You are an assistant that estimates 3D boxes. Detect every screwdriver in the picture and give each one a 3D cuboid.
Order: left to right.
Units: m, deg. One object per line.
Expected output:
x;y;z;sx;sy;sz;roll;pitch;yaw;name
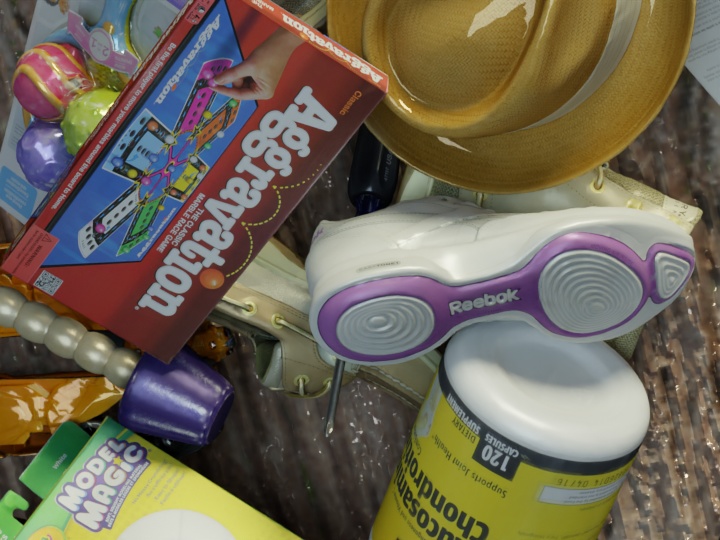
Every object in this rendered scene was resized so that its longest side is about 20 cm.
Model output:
0.000;0.000;1.271;0.028;0.029;0.201;-4;62;22;screwdriver

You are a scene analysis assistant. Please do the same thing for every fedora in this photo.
0.062;-0.124;1.180;0.199;0.082;0.202;7;108;20;fedora

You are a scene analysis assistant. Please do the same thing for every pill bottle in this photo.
0.069;0.129;1.278;0.111;0.112;0.201;24;122;6;pill bottle

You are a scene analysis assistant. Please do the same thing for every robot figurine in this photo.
-0.164;0.042;1.353;0.199;0.058;0.146;-3;99;12;robot figurine

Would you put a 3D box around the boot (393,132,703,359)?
0.109;-0.065;1.272;0.155;0.073;0.201;20;105;8;boot

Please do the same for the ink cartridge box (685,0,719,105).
0.182;-0.150;1.223;0.094;0.037;0.200;-22;118;46;ink cartridge box

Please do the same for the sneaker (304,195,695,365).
0.068;-0.012;1.222;0.199;0.100;0.075;-5;125;-7;sneaker

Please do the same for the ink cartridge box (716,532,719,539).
0.266;0.144;1.270;0.145;0.084;0.201;23;103;7;ink cartridge box

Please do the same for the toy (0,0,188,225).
-0.141;-0.091;1.226;0.115;0.047;0.201;36;120;28;toy

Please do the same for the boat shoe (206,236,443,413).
-0.035;0.033;1.298;0.199;0.074;0.067;32;78;-10;boat shoe

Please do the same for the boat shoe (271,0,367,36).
-0.022;-0.137;1.296;0.199;0.071;0.065;-35;56;15;boat shoe

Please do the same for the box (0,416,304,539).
-0.105;0.163;1.272;0.199;0.048;0.118;29;63;13;box

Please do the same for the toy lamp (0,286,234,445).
-0.160;0.033;1.293;0.199;0.058;0.058;29;104;9;toy lamp

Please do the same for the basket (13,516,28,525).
-0.115;0.228;1.341;0.199;0.136;0.182;5;108;7;basket

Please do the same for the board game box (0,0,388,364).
-0.084;-0.047;1.197;0.103;0.019;0.200;30;120;-17;board game box
